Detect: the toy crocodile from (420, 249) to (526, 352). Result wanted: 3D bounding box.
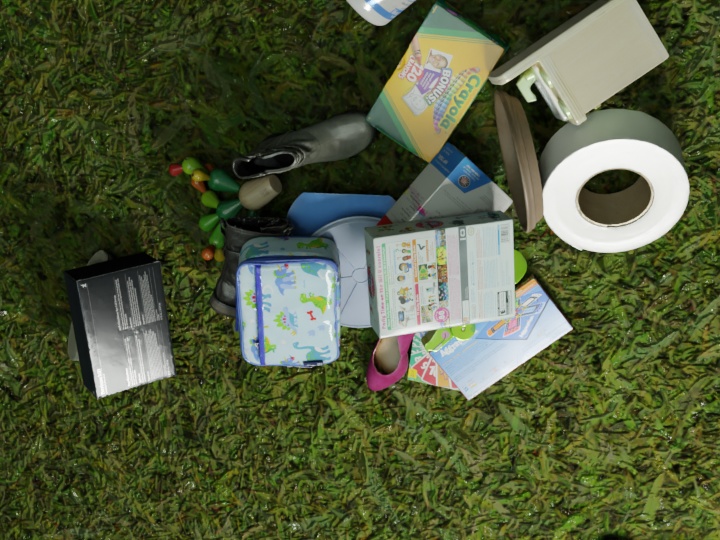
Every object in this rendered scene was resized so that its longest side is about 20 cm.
[{"bbox_3d":[0.167,0.046,1.647,0.200,0.068,0.062,-40,105,9],"label":"toy crocodile"}]

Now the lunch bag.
[{"bbox_3d":[-0.108,0.050,1.646,0.159,0.083,0.201,2,124,-1],"label":"lunch bag"}]

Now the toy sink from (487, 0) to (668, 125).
[{"bbox_3d":[0.286,-0.266,1.473,0.199,0.130,0.112,-33,98,5],"label":"toy sink"}]

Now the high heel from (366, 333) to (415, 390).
[{"bbox_3d":[0.041,0.124,1.706,0.067,0.096,0.200,51,128,18],"label":"high heel"}]

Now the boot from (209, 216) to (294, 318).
[{"bbox_3d":[-0.131,-0.002,1.689,0.199,0.069,0.175,6,127,-20],"label":"boot"}]

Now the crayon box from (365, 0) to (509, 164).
[{"bbox_3d":[0.109,-0.269,1.587,0.118,0.058,0.201,34,114,2],"label":"crayon box"}]

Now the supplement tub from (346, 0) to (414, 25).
[{"bbox_3d":[0.063,-0.440,1.501,0.199,0.132,0.132,-35,97,24],"label":"supplement tub"}]

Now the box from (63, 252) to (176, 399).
[{"bbox_3d":[-0.388,0.087,1.798,0.079,0.140,0.202,21,121,54],"label":"box"}]

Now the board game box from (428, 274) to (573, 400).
[{"bbox_3d":[0.212,0.104,1.691,0.200,0.019,0.103,-37,104,16],"label":"board game box"}]

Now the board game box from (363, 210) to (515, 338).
[{"bbox_3d":[0.111,0.003,1.545,0.198,0.064,0.149,-8,109,-11],"label":"board game box"}]

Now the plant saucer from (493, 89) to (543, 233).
[{"bbox_3d":[0.218,-0.152,1.526,0.029,0.200,0.202,-13,105,3],"label":"plant saucer"}]

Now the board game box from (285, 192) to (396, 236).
[{"bbox_3d":[-0.015,-0.059,1.702,0.198,0.039,0.159,3,126,9],"label":"board game box"}]

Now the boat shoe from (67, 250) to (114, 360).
[{"bbox_3d":[-0.438,0.060,1.863,0.062,0.073,0.201,7,111,-34],"label":"boat shoe"}]

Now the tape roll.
[{"bbox_3d":[0.344,-0.120,1.525,0.201,0.071,0.203,2,134,2],"label":"tape roll"}]

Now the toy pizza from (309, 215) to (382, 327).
[{"bbox_3d":[0.000,0.000,1.685,0.198,0.032,0.201,-1,123,-2],"label":"toy pizza"}]

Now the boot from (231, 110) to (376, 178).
[{"bbox_3d":[-0.081,-0.174,1.632,0.199,0.131,0.068,-12,106,19],"label":"boot"}]

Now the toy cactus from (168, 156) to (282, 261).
[{"bbox_3d":[-0.196,-0.101,1.702,0.164,0.102,0.201,-25,99,32],"label":"toy cactus"}]

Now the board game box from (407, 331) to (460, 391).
[{"bbox_3d":[0.132,0.085,1.722,0.095,0.030,0.202,11,109,12],"label":"board game box"}]

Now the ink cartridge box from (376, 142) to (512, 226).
[{"bbox_3d":[0.108,-0.068,1.599,0.116,0.067,0.200,37,98,-32],"label":"ink cartridge box"}]
